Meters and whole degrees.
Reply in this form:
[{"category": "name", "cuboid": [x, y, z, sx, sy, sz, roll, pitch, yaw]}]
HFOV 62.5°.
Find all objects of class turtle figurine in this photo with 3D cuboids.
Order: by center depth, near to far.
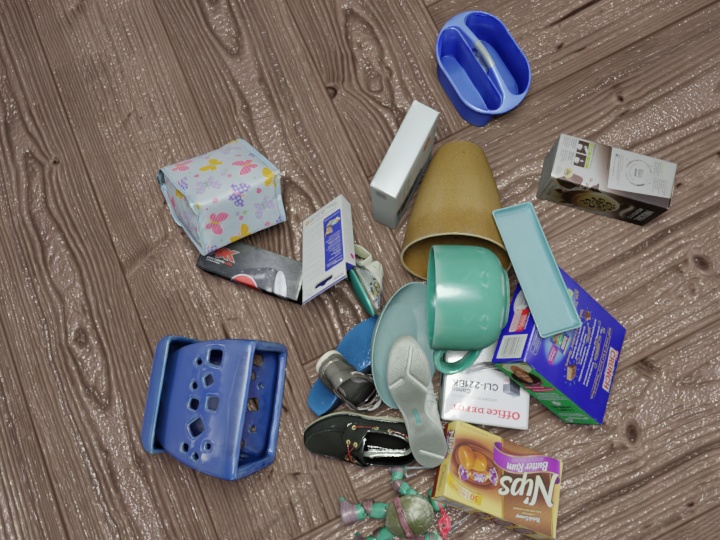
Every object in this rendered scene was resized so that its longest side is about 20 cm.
[{"category": "turtle figurine", "cuboid": [0.071, 0.384, 0.953, 0.195, 0.101, 0.154, -21, 78, 6]}]

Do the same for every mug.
[{"category": "mug", "cuboid": [0.161, 0.051, 0.905, 0.110, 0.188, 0.156, 0, 54, 2]}]

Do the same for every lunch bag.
[{"category": "lunch bag", "cuboid": [-0.244, -0.139, 1.029, 0.166, 0.130, 0.199, -26, 46, -26]}]

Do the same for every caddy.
[{"category": "caddy", "cuboid": [0.217, -0.365, 1.067, 0.139, 0.105, 0.204, -30, 79, -3]}]

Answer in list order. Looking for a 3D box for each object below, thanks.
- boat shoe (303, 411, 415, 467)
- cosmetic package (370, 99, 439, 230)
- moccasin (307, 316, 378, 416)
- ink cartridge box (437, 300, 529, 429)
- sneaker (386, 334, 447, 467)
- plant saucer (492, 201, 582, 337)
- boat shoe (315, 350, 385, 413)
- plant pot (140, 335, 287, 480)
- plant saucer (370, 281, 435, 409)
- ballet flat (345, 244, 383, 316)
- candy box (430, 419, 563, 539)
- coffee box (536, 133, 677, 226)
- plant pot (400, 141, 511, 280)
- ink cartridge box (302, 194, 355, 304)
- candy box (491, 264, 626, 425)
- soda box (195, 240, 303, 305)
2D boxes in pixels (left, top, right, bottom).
[{"category": "boat shoe", "cuboid": [-0.001, 0.281, 0.973, 0.194, 0.063, 0.076, 1, 109, 5]}, {"category": "cosmetic package", "cuboid": [0.073, -0.168, 0.995, 0.050, 0.200, 0.154, 24, 83, 7]}, {"category": "moccasin", "cuboid": [-0.016, 0.158, 1.014, 0.200, 0.068, 0.081, -45, 67, 0]}, {"category": "ink cartridge box", "cuboid": [0.207, 0.153, 0.987, 0.139, 0.084, 0.207, 5, 80, 4]}, {"category": "sneaker", "cuboid": [0.085, 0.199, 0.933, 0.068, 0.080, 0.207, -13, 96, 5]}, {"category": "plant saucer", "cuboid": [0.257, -0.003, 0.878, 0.068, 0.019, 0.206, -13, 70, -11]}, {"category": "boat shoe", "cuboid": [-0.004, 0.193, 0.940, 0.067, 0.200, 0.057, -44, 49, 0]}, {"category": "plant pot", "cuboid": [-0.234, 0.207, 0.956, 0.173, 0.200, 0.207, 6, 81, 10]}, {"category": "plant saucer", "cuboid": [0.068, 0.120, 0.971, 0.038, 0.199, 0.208, 8, 78, 40]}, {"category": "ballet flat", "cuboid": [0.000, 0.000, 1.000, 0.072, 0.072, 0.200, -40, 41, -3]}, {"category": "candy box", "cuboid": [0.216, 0.329, 0.930, 0.195, 0.057, 0.120, 23, 62, -7]}, {"category": "coffee box", "cuboid": [0.415, -0.152, 1.013, 0.194, 0.113, 0.082, 16, 81, 7]}, {"category": "plant pot", "cuboid": [0.166, -0.106, 1.004, 0.180, 0.188, 0.206, 5, 65, 5]}, {"category": "ink cartridge box", "cuboid": [-0.055, -0.033, 0.995, 0.093, 0.037, 0.204, -31, 38, 24]}, {"category": "candy box", "cuboid": [0.315, 0.118, 0.930, 0.198, 0.076, 0.172, 37, 65, -22]}, {"category": "soda box", "cuboid": [-0.187, -0.004, 1.054, 0.194, 0.063, 0.073, 18, 81, 7]}]
